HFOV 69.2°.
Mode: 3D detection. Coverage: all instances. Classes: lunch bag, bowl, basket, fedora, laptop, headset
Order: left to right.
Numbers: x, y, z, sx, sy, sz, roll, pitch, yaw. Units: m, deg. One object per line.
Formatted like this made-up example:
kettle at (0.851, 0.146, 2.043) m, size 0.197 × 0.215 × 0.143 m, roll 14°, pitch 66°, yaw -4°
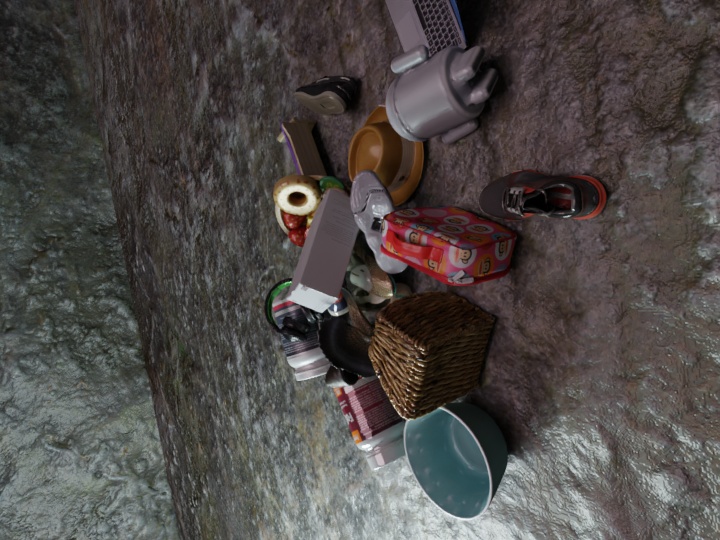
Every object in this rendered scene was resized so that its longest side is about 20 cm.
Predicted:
headset at (-0.123, 0.100, 1.115) m, size 0.199 × 0.094 × 0.124 m, roll 39°, pitch 86°, yaw 15°
fedora at (0.031, -0.215, 0.990) m, size 0.199 × 0.081 × 0.204 m, roll 18°, pitch 113°, yaw 48°
laptop at (0.090, -0.429, 0.833) m, size 0.199 × 0.115 × 0.190 m, roll -29°, pitch 77°, yaw 50°
basket at (0.109, 0.135, 0.894) m, size 0.142 × 0.198 × 0.151 m, roll 31°, pitch 123°, yaw 41°
lunch bag at (0.130, -0.044, 0.840) m, size 0.199 × 0.174 × 0.083 m, roll 28°, pitch 120°, yaw 44°
bowl at (0.182, 0.319, 0.931) m, size 0.200 × 0.104 × 0.204 m, roll 20°, pitch 116°, yaw 46°

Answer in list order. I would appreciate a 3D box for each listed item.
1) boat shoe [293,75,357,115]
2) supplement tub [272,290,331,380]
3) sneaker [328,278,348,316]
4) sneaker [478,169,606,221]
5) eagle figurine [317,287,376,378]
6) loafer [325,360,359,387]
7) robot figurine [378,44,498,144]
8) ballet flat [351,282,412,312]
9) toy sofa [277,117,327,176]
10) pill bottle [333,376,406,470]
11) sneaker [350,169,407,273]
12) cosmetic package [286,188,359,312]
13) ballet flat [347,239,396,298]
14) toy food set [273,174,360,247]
boat shoe at (-0.076, -0.376, 1.111) m, size 0.199 × 0.072 × 0.068 m, roll 23°, pitch 81°, yaw 53°
supplement tub at (-0.119, 0.142, 1.229) m, size 0.140 × 0.139 × 0.203 m, roll -23°, pitch 81°, yaw 51°
sneaker at (-0.072, 0.003, 1.144) m, size 0.201 × 0.074 × 0.085 m, roll -120°, pitch 8°, yaw -45°
sneaker at (0.243, -0.108, 0.756) m, size 0.199 × 0.081 × 0.078 m, roll 4°, pitch 103°, yaw 50°
eagle figurine at (0.023, 0.132, 1.013) m, size 0.152 × 0.197 × 0.153 m, roll 81°, pitch -152°, yaw -79°
loafer at (-0.025, 0.171, 1.079) m, size 0.071 × 0.200 × 0.074 m, roll -26°, pitch 100°, yaw 27°
robot figurine at (0.119, -0.277, 0.835) m, size 0.199 × 0.114 × 0.170 m, roll -11°, pitch 127°, yaw 47°
ballet flat at (0.023, 0.055, 1.089) m, size 0.199 × 0.069 × 0.071 m, roll -11°, pitch 91°, yaw 52°
toy sofa at (-0.126, -0.233, 1.171) m, size 0.083 × 0.097 × 0.202 m, roll -32°, pitch 76°, yaw 49°
pill bottle at (0.026, 0.308, 1.115) m, size 0.114 × 0.113 × 0.202 m, roll -43°, pitch 66°, yaw 47°
sneaker at (0.037, -0.102, 0.963) m, size 0.074 × 0.115 × 0.202 m, roll -16°, pitch 117°, yaw 13°
cosmetic package at (-0.065, -0.035, 0.984) m, size 0.113 × 0.080 × 0.203 m, roll 141°, pitch 146°, yaw -65°
ballet flat at (0.000, 0.000, 1.033) m, size 0.200 × 0.064 × 0.071 m, roll -134°, pitch 39°, yaw -53°
toy food set at (-0.084, -0.116, 1.100) m, size 0.049 × 0.195 × 0.202 m, roll -84°, pitch 0°, yaw -47°
